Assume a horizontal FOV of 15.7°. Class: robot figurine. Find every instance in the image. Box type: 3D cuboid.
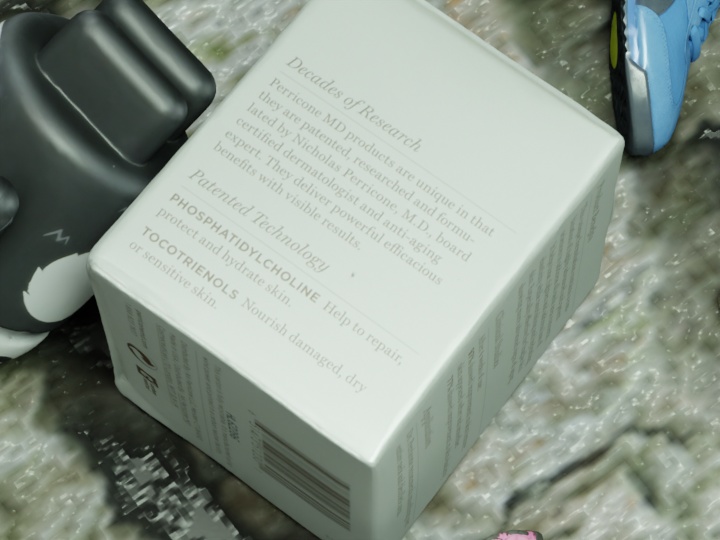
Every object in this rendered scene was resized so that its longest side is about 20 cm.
[{"bbox_3d":[-0.159,-0.041,1.257,0.200,0.150,0.125,-43,53,24],"label":"robot figurine"}]

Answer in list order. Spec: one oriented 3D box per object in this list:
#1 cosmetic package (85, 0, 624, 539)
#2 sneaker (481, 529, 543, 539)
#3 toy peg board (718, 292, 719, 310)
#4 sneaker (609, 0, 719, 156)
[{"bbox_3d":[0.000,0.000,1.243,0.166,0.167,0.200,34,70,14],"label":"cosmetic package"},{"bbox_3d":[0.011,0.197,1.210,0.199,0.080,0.087,-26,79,-4],"label":"sneaker"},{"bbox_3d":[0.300,0.058,1.254,0.199,0.098,0.200,-13,67,-6],"label":"toy peg board"},{"bbox_3d":[0.169,-0.153,1.365,0.078,0.066,0.201,4,66,-2],"label":"sneaker"}]
